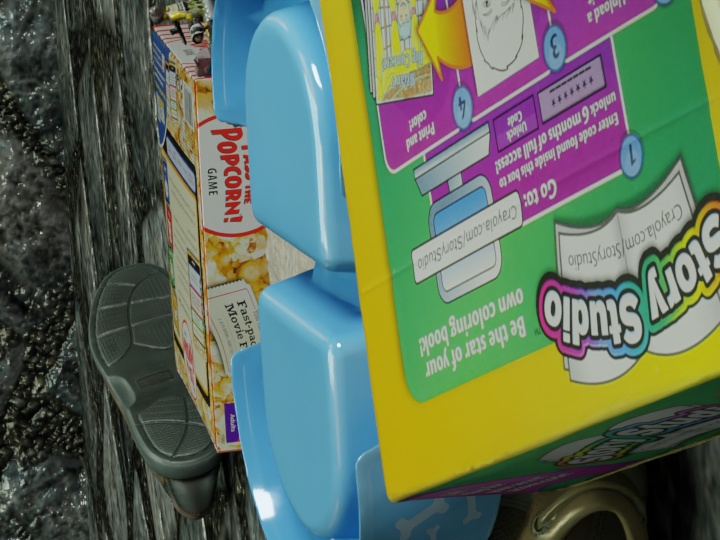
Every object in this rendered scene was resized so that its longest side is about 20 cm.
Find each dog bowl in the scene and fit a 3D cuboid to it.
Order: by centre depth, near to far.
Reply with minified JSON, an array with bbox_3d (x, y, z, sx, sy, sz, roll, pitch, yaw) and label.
[{"bbox_3d":[0.000,0.000,0.839,0.111,0.050,0.200,-147,51,-65],"label":"dog bowl"}]

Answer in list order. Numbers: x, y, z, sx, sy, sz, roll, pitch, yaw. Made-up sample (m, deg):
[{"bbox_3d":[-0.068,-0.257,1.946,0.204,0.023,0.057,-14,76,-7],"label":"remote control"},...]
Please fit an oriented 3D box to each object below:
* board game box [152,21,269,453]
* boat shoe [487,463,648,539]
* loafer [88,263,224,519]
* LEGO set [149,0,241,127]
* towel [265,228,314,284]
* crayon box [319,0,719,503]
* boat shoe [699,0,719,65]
[{"bbox_3d":[-0.074,-0.022,1.562,0.152,0.046,0.200,-127,33,-70],"label":"board game box"},{"bbox_3d":[0.056,0.137,0.884,0.063,0.073,0.201,-106,21,-63],"label":"boat shoe"},{"bbox_3d":[-0.130,0.078,1.870,0.200,0.072,0.063,-111,12,-49],"label":"loafer"},{"bbox_3d":[-0.021,-0.079,1.046,0.200,0.116,0.154,-106,15,-46],"label":"LEGO set"},{"bbox_3d":[-0.017,-0.006,1.299,0.133,0.034,0.200,-111,18,-57],"label":"towel"},{"bbox_3d":[0.059,-0.048,0.676,0.200,0.058,0.173,151,113,-62],"label":"crayon box"},{"bbox_3d":[0.112,-0.026,0.517,0.066,0.072,0.201,125,139,-59],"label":"boat shoe"}]
